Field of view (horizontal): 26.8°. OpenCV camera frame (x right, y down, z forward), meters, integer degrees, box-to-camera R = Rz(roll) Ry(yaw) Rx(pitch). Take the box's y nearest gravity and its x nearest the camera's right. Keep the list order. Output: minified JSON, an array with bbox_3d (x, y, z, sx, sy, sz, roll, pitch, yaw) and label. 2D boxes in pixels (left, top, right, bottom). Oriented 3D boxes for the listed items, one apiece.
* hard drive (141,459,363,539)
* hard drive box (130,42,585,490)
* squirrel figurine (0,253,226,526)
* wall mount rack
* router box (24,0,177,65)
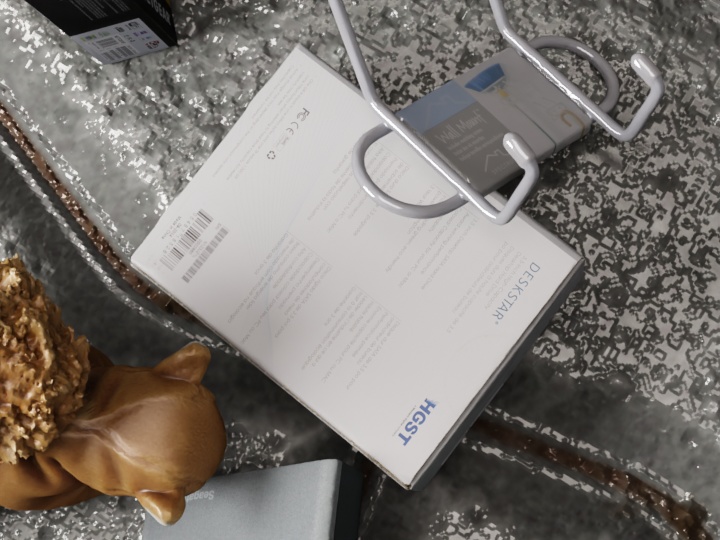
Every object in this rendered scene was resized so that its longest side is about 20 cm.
[{"bbox_3d":[-0.068,0.204,0.783,0.139,0.033,0.202,-14,58,36],"label":"hard drive"},{"bbox_3d":[0.000,0.000,0.841,0.200,0.077,0.156,38,88,11],"label":"hard drive box"},{"bbox_3d":[-0.170,0.075,0.786,0.185,0.200,0.143,9,75,20],"label":"squirrel figurine"},{"bbox_3d":[0.061,-0.118,0.807,0.174,0.075,0.199,45,51,16],"label":"wall mount rack"},{"bbox_3d":[-0.165,-0.219,0.832,0.052,0.200,0.159,-13,80,8],"label":"router box"}]
